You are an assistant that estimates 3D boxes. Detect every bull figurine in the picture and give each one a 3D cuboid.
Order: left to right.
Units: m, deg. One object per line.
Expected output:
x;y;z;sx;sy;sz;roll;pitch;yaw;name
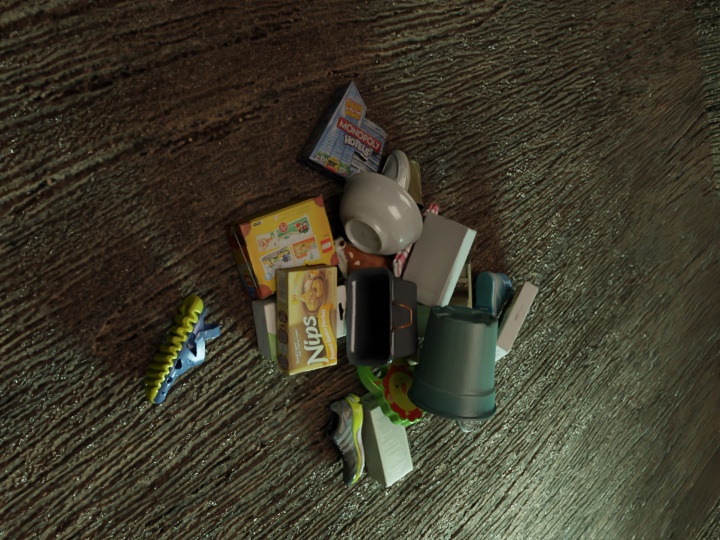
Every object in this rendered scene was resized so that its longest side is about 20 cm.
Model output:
0.000;0.000;1.202;0.197;0.065;0.124;15;87;-35;bull figurine

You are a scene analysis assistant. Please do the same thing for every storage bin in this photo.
0.064;0.101;1.134;0.133;0.143;0.205;7;79;-48;storage bin

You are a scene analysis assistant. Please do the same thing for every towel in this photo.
0.136;-0.046;1.269;0.201;0.029;0.147;-55;155;-24;towel

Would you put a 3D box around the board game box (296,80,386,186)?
-0.021;-0.298;1.165;0.197;0.061;0.204;21;82;-36;board game box

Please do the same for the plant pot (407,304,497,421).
0.211;0.188;1.135;0.197;0.199;0.201;1;101;-36;plant pot

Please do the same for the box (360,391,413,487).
0.055;0.399;1.262;0.094;0.077;0.205;-19;105;-34;box

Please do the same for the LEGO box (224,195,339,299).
-0.155;-0.052;1.073;0.198;0.076;0.152;-24;108;-32;LEGO box

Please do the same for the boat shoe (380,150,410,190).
0.065;-0.184;1.226;0.071;0.069;0.206;7;93;-51;boat shoe

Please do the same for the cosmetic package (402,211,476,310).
0.177;-0.021;1.217;0.081;0.111;0.204;9;105;-63;cosmetic package

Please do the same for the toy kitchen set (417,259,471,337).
0.196;0.063;1.348;0.200;0.176;0.167;-38;126;-72;toy kitchen set

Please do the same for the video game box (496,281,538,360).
0.410;0.149;1.457;0.046;0.183;0.202;28;73;7;video game box

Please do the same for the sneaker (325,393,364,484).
-0.040;0.389;1.205;0.079;0.074;0.205;-2;89;-27;sneaker

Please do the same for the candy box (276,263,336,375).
-0.106;0.094;1.047;0.114;0.055;0.205;-6;102;-36;candy box

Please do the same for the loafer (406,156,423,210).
0.121;-0.173;1.275;0.075;0.067;0.205;0;95;-38;loafer

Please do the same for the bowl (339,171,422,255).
0.027;-0.101;1.123;0.202;0.199;0.091;54;55;-26;bowl

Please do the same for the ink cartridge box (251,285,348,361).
-0.122;0.102;1.115;0.197;0.067;0.120;-13;102;-34;ink cartridge box

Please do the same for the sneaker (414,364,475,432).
0.206;0.309;1.316;0.076;0.146;0.206;-2;68;-39;sneaker

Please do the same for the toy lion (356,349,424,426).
0.072;0.253;1.209;0.198;0.068;0.195;28;46;-28;toy lion

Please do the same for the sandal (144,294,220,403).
-0.323;0.152;0.967;0.087;0.079;0.203;37;74;-36;sandal

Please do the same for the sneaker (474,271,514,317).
0.383;0.100;1.487;0.129;0.079;0.205;-6;106;-43;sneaker
